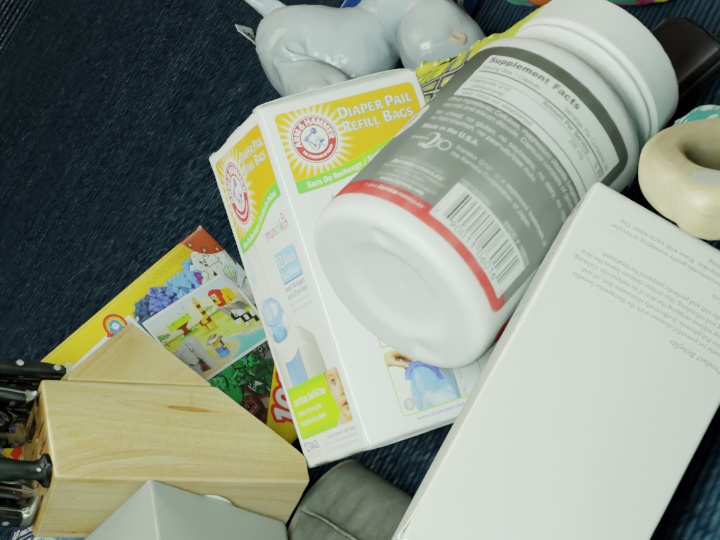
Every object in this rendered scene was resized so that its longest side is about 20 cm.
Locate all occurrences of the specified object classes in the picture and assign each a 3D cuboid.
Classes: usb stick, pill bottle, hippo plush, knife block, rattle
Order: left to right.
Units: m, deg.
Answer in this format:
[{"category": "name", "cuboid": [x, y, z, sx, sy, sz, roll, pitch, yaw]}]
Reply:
[{"category": "knife block", "cuboid": [-0.155, 0.120, 1.159, 0.176, 0.200, 0.064, -44, -13, -43]}, {"category": "hippo plush", "cuboid": [0.015, -0.155, 1.516, 0.160, 0.159, 0.200, -27, 54, -4]}, {"category": "pill bottle", "cuboid": [0.077, -0.053, 1.082, 0.200, 0.114, 0.114, -46, 16, -28]}, {"category": "usb stick", "cuboid": [0.134, -0.078, 1.182, 0.200, 0.033, 0.055, -41, 48, -12]}, {"category": "rattle", "cuboid": [0.197, -0.096, 0.995, 0.130, 0.143, 0.200, -11, 21, 14]}]

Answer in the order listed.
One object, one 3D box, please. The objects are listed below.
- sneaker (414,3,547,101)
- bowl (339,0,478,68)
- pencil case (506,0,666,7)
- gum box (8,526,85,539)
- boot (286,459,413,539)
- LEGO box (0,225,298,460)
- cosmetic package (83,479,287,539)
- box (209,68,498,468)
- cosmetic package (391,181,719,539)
[{"category": "sneaker", "cuboid": [0.072, -0.123, 1.369, 0.200, 0.075, 0.077, -42, 63, 27]}, {"category": "bowl", "cuboid": [0.033, -0.208, 1.656, 0.201, 0.039, 0.201, -44, 24, 26]}, {"category": "pencil case", "cuboid": [0.155, -0.223, 1.366, 0.089, 0.088, 0.200, -58, 21, -9]}, {"category": "gum box", "cuboid": [-0.161, 0.270, 1.182, 0.045, 0.170, 0.200, -31, 31, 45]}, {"category": "boot", "cuboid": [0.033, 0.139, 1.122, 0.182, 0.072, 0.200, -56, 15, -3]}, {"category": "LEGO box", "cuboid": [-0.126, 0.090, 1.305, 0.200, 0.149, 0.077, -44, -1, -41]}, {"category": "cosmetic package", "cuboid": [-0.089, 0.227, 1.116, 0.090, 0.107, 0.200, -44, 39, 28]}, {"category": "box", "cuboid": [0.000, 0.000, 1.163, 0.101, 0.201, 0.112, -16, -5, -22]}, {"category": "cosmetic package", "cuboid": [0.106, 0.073, 0.973, 0.200, 0.107, 0.085, -59, -2, -12]}]
